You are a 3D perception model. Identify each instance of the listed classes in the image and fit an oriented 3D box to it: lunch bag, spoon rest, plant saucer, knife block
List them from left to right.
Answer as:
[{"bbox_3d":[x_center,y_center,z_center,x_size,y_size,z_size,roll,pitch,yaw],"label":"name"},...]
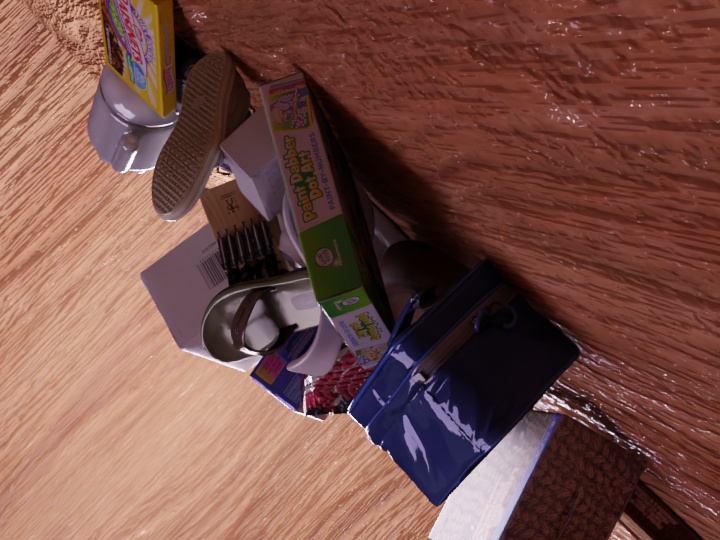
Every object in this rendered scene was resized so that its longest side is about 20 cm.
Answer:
[{"bbox_3d":[-0.115,-0.014,1.558,0.200,0.064,0.176,14,-124,-87],"label":"knife block"},{"bbox_3d":[-0.032,-0.004,1.325,0.099,0.201,0.061,11,164,-28],"label":"spoon rest"},{"bbox_3d":[0.076,0.066,1.316,0.200,0.037,0.201,37,147,30],"label":"plant saucer"},{"bbox_3d":[0.077,0.086,1.161,0.132,0.136,0.200,43,147,10],"label":"lunch bag"}]

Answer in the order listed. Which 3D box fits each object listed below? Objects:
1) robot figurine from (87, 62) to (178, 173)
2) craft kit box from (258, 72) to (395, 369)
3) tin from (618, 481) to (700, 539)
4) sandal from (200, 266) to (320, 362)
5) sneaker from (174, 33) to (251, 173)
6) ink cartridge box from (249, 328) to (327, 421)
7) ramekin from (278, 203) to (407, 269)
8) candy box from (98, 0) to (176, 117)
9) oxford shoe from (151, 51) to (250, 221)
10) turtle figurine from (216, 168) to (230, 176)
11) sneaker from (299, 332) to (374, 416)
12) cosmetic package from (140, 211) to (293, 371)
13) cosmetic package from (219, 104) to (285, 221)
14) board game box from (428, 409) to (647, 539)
[{"bbox_3d":[-0.266,-0.198,1.699,0.112,0.170,0.200,15,147,-13],"label":"robot figurine"},{"bbox_3d":[-0.023,-0.038,1.205,0.198,0.048,0.201,53,-160,-68],"label":"craft kit box"},{"bbox_3d":[0.297,0.260,1.457,0.200,0.042,0.112,44,170,20],"label":"tin"},{"bbox_3d":[-0.097,0.049,1.421,0.200,0.057,0.080,-24,115,41],"label":"sandal"},{"bbox_3d":[-0.176,-0.188,1.555,0.200,0.074,0.088,46,170,4],"label":"sneaker"},{"bbox_3d":[-0.051,0.097,1.651,0.076,0.137,0.200,35,178,12],"label":"ink cartridge box"},{"bbox_3d":[0.000,0.000,1.482,0.202,0.094,0.202,45,174,6],"label":"ramekin"},{"bbox_3d":[-0.236,-0.253,1.477,0.102,0.026,0.200,42,156,16],"label":"candy box"},{"bbox_3d":[-0.148,-0.124,1.352,0.075,0.201,0.058,-11,138,28],"label":"oxford shoe"},{"bbox_3d":[-0.173,-0.159,1.756,0.200,0.064,0.161,48,174,-21],"label":"turtle figurine"},{"bbox_3d":[-0.024,0.092,1.414,0.200,0.080,0.075,132,133,-66],"label":"sneaker"},{"bbox_3d":[-0.137,0.016,1.803,0.123,0.199,0.200,58,-170,20],"label":"cosmetic package"},{"bbox_3d":[-0.085,-0.110,1.381,0.051,0.083,0.200,44,174,7],"label":"cosmetic package"},{"bbox_3d":[0.166,0.226,1.364,0.097,0.160,0.200,30,171,-9],"label":"board game box"}]
